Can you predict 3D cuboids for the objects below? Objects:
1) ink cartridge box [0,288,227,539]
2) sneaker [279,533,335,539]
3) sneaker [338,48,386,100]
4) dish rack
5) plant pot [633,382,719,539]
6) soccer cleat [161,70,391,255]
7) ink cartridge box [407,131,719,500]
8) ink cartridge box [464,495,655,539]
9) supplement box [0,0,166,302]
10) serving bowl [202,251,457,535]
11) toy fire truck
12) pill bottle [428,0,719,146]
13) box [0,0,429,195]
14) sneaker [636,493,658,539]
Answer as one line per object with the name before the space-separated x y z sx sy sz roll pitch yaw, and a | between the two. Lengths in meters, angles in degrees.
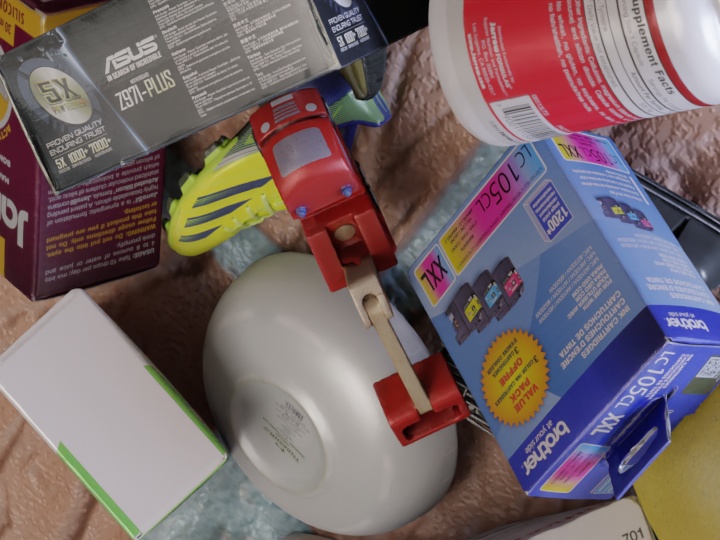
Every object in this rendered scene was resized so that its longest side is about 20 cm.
ink cartridge box | -0.162 0.096 1.638 0.084 0.200 0.146 -42 89 -5
sneaker | -0.010 0.243 1.659 0.199 0.146 0.081 7 117 27
sneaker | -0.053 -0.185 1.510 0.088 0.077 0.201 -29 89 20
dish rack | 0.130 0.029 1.535 0.153 0.055 0.201 31 127 15
plant pot | 0.236 0.106 1.447 0.142 0.199 0.201 34 129 40
soccer cleat | -0.056 -0.061 1.588 0.084 0.065 0.200 43 127 -1
ink cartridge box | 0.126 0.035 1.405 0.137 0.076 0.201 -51 52 30
ink cartridge box | 0.083 0.208 1.534 0.200 0.146 0.087 -24 86 67
supplement box | -0.197 -0.104 1.597 0.131 0.103 0.201 34 129 42
serving bowl | -0.033 0.091 1.619 0.199 0.066 0.201 25 132 31
toy fire truck | 0.000 0.000 1.482 0.048 0.142 0.200 -24 143 3
pill bottle | 0.145 -0.136 1.323 0.199 0.112 0.113 -10 108 32
box | -0.076 -0.132 1.407 0.199 0.164 0.087 -22 96 28
sneaker | 0.180 0.202 1.579 0.079 0.071 0.202 3 116 23
